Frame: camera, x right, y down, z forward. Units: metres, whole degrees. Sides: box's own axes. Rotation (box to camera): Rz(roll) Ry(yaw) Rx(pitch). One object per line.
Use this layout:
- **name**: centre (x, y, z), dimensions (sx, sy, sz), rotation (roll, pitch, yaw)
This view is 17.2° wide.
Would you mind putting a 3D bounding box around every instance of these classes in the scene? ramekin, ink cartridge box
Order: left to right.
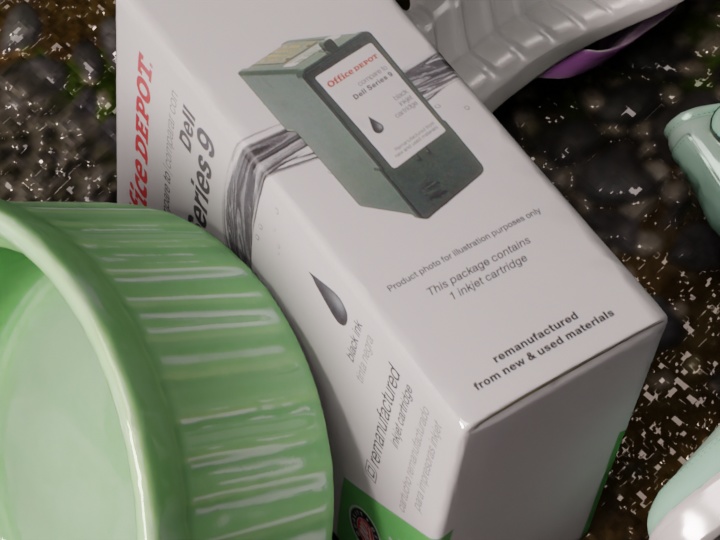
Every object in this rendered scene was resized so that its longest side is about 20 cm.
- **ramekin**: centre (-0.102, 0.070, 0.780), dimensions (0.199, 0.097, 0.201), rotation (5, 98, 41)
- **ink cartridge box**: centre (0.000, 0.000, 0.811), dimensions (0.084, 0.146, 0.200), rotation (-27, 62, -23)

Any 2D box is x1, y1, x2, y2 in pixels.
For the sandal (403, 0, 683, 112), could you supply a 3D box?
- **sandal**: centre (0.075, -0.099, 0.909), dimensions (0.202, 0.050, 0.083), rotation (-30, 49, 6)

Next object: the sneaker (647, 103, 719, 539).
- **sneaker**: centre (0.134, 0.010, 0.831), dimensions (0.118, 0.074, 0.200), rotation (37, 66, 15)
